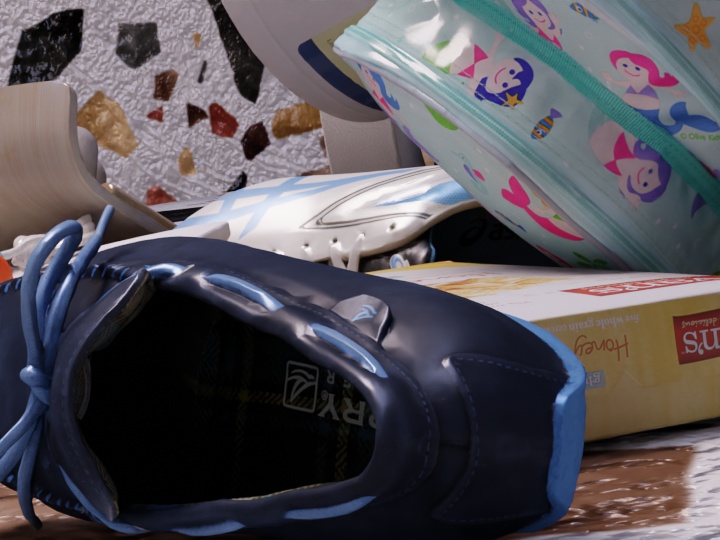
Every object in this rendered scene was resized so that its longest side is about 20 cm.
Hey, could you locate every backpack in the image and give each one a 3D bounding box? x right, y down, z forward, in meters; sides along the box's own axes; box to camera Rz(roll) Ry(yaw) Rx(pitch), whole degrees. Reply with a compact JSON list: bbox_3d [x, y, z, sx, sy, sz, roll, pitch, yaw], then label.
[{"bbox_3d":[0.082,-0.083,0.717,0.177,0.151,0.200,39,-7,36],"label":"backpack"}]

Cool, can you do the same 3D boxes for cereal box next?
[{"bbox_3d":[0.011,0.025,0.659,0.143,0.040,0.200,-9,4,-25],"label":"cereal box"}]

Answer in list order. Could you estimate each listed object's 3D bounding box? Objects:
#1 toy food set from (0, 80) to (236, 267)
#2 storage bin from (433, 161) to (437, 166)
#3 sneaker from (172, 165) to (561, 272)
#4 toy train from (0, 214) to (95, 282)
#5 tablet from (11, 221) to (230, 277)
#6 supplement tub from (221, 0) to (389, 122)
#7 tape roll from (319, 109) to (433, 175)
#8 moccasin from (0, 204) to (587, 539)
[{"bbox_3d":[-0.117,-0.025,0.975,0.143,0.061,0.200,-4,-25,34],"label":"toy food set"},{"bbox_3d":[0.137,-0.040,0.963,0.199,0.094,0.135,-7,4,10],"label":"storage bin"},{"bbox_3d":[0.000,0.000,0.840,0.199,0.072,0.072,-10,11,17],"label":"sneaker"},{"bbox_3d":[-0.208,0.008,0.869,0.199,0.056,0.150,-21,10,20],"label":"toy train"},{"bbox_3d":[-0.144,0.020,0.854,0.130,0.014,0.200,-31,11,-31],"label":"tablet"},{"bbox_3d":[0.049,-0.160,0.902,0.199,0.146,0.145,-25,-6,31],"label":"supplement tub"},{"bbox_3d":[0.016,-0.092,1.141,0.037,0.204,0.203,-7,4,12],"label":"tape roll"},{"bbox_3d":[-0.042,0.021,0.510,0.199,0.081,0.068,-5,-7,44],"label":"moccasin"}]
